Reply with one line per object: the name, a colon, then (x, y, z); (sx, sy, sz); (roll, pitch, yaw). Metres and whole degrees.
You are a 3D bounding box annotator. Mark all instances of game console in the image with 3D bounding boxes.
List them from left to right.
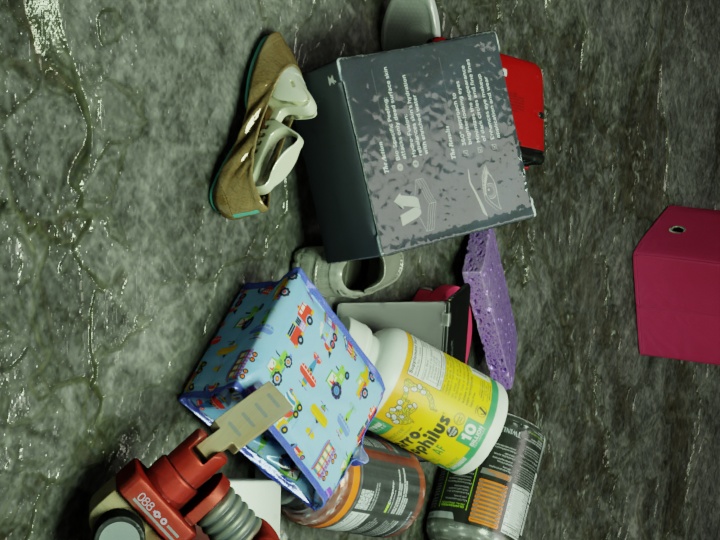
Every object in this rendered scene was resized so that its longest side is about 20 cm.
game console: (0.108, -0.160, 1.823); (0.199, 0.118, 0.174); (6, 81, -46)

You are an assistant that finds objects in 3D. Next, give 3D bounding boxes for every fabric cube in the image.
fabric cube: (0.585, 0.024, 2.658); (0.196, 0.198, 0.202); (-43, 132, -48)

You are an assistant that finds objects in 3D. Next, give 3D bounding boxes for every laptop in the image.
laptop: (0.049, 0.117, 1.839); (0.200, 0.115, 0.189); (-32, 127, -72)

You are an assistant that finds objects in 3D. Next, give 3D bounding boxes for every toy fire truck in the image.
toy fire truck: (-0.118, 0.208, 1.401); (0.200, 0.129, 0.176); (-42, 101, -2)

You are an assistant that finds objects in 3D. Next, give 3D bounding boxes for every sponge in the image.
sponge: (0.170, 0.046, 2.054); (0.112, 0.030, 0.201); (-77, 156, -50)

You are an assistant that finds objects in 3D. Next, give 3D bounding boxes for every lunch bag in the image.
lunch bag: (-0.055, 0.124, 1.559); (0.200, 0.094, 0.151); (47, 52, -25)

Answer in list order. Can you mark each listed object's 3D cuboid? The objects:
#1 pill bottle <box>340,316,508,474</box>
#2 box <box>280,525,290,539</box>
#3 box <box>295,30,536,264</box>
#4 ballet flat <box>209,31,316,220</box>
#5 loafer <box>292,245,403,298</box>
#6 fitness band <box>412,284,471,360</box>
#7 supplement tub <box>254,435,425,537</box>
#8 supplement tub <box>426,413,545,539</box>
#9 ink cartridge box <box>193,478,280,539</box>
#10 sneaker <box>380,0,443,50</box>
pill bottle: (0.050, 0.131, 1.721); (0.199, 0.113, 0.114); (29, 65, -17)
box: (-0.111, 0.381, 1.627); (0.201, 0.049, 0.162); (-63, 140, -34)
box: (0.052, -0.125, 1.628); (0.199, 0.117, 0.199); (-14, 93, -31)
ballet flat: (-0.084, -0.139, 1.544); (0.068, 0.072, 0.201); (49, 53, -53)
loafer: (0.000, 0.000, 1.726); (0.200, 0.069, 0.071); (-12, 106, -60)
fitness band: (0.082, 0.108, 1.937); (0.201, 0.037, 0.144); (-58, 145, -36)
supplement tub: (-0.024, 0.222, 1.681); (0.199, 0.106, 0.108); (22, 77, -52)
supplement tub: (0.155, 0.286, 2.012); (0.123, 0.122, 0.202); (45, 57, -55)
ink cartridge box: (-0.148, 0.298, 1.494); (0.176, 0.044, 0.202); (9, 80, -53)
sneaker: (0.078, -0.252, 1.820); (0.099, 0.070, 0.201); (-48, 142, -46)
